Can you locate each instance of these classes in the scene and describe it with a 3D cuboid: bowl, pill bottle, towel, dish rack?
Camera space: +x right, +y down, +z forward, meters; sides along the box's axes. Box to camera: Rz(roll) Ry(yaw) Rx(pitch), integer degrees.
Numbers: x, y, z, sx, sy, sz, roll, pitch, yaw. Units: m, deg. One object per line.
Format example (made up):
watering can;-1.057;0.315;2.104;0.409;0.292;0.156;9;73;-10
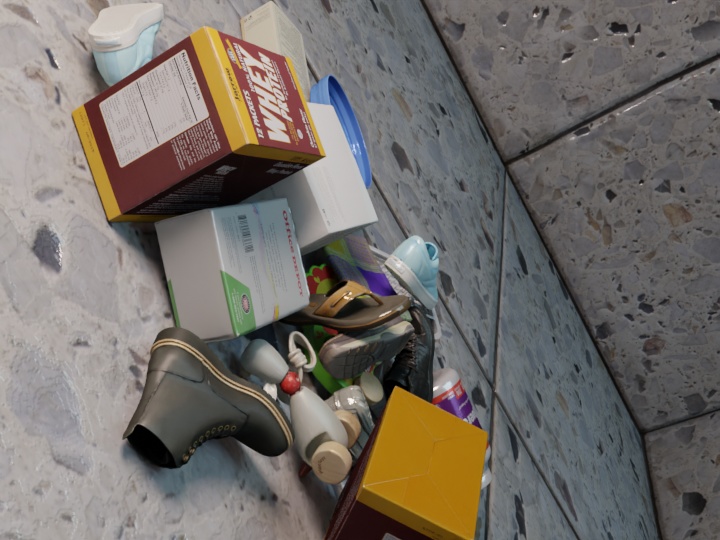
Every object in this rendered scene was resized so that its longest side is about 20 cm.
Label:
bowl;-0.034;-0.232;1.460;0.200;0.039;0.205;-19;91;-77
pill bottle;0.153;0.279;1.457;0.203;0.111;0.112;65;22;-4
towel;0.000;0.000;1.348;0.142;0.023;0.202;25;27;-44
dish rack;0.045;0.040;1.458;0.198;0.043;0.174;25;36;-35

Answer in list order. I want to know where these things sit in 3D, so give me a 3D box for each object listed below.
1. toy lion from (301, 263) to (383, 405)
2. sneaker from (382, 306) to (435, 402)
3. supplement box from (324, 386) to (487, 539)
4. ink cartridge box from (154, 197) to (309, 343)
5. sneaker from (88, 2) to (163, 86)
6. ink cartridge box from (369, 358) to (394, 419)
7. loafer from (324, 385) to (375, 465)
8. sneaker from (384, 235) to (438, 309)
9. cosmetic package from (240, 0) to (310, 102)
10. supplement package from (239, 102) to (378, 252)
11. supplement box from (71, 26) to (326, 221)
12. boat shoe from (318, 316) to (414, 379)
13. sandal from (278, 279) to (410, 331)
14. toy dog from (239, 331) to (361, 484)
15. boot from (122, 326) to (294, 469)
toy lion;-0.032;0.090;1.263;0.192;0.068;0.201;45;34;-12
sneaker;0.074;0.160;1.330;0.104;0.059;0.205;0;85;-61
supplement box;0.044;0.294;1.015;0.131;0.203;0.198;25;27;1
ink cartridge box;-0.149;-0.004;1.036;0.199;0.086;0.149;-22;100;-66
sneaker;-0.290;-0.280;1.059;0.201;0.072;0.084;-81;172;-60
ink cartridge box;0.029;0.133;1.407;0.175;0.043;0.201;59;23;-24
loafer;-0.007;0.239;1.193;0.071;0.068;0.202;-106;177;-52
sneaker;0.104;0.002;1.376;0.074;0.082;0.200;42;-2;21
cosmetic package;-0.140;-0.339;1.432;0.103;0.072;0.204;38;36;-51
supplement package;-0.100;-0.123;1.214;0.195;0.145;0.199;68;22;1
supplement box;-0.181;-0.158;0.991;0.197;0.197;0.135;-8;75;-67
boat shoe;-0.003;0.096;1.193;0.073;0.075;0.199;44;25;21
sandal;-0.030;0.040;1.151;0.082;0.196;0.056;-46;135;-56
toy dog;-0.085;0.185;1.064;0.202;0.096;0.131;56;23;13
boot;-0.162;0.175;0.900;0.199;0.077;0.140;41;35;-23
